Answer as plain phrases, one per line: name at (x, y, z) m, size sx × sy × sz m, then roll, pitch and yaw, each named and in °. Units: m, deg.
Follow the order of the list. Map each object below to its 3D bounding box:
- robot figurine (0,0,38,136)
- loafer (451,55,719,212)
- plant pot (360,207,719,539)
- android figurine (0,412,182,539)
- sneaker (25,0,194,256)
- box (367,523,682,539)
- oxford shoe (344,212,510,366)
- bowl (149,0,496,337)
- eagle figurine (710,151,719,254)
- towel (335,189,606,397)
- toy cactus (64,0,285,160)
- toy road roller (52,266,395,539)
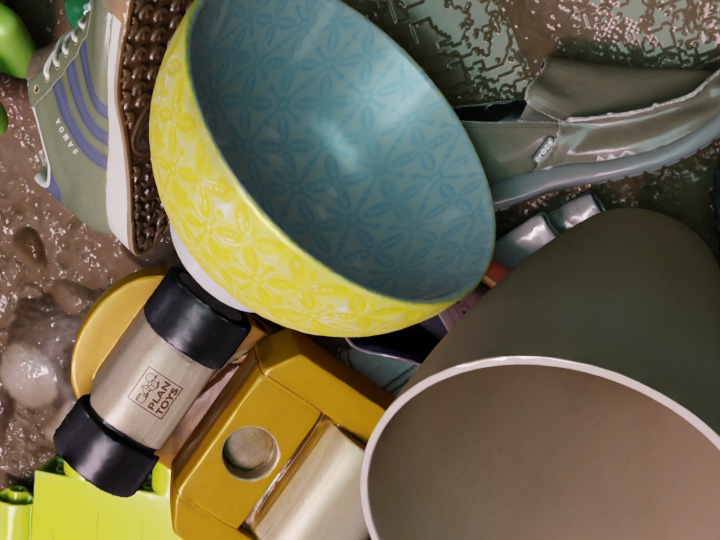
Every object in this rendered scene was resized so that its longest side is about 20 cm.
robot figurine at (-0.291, -0.150, 0.906) m, size 0.198 × 0.116 × 0.177 m, roll 25°, pitch 79°, yaw 9°
loafer at (0.118, -0.084, 0.844) m, size 0.198 × 0.075 × 0.070 m, roll -17°, pitch 102°, yaw 16°
plant pot at (0.117, 0.060, 0.751) m, size 0.185 × 0.201 × 0.189 m, roll 11°, pitch 127°, yaw 15°
android figurine at (-0.152, 0.194, 0.986) m, size 0.180 × 0.041 × 0.203 m, roll 10°, pitch 102°, yaw 11°
sneaker at (-0.143, -0.104, 0.821) m, size 0.089 × 0.067 × 0.202 m, roll 26°, pitch 133°, yaw 20°
box at (0.115, 0.229, 0.856) m, size 0.197 × 0.117 × 0.199 m, roll -6°, pitch 95°, yaw 14°
oxford shoe at (0.000, 0.000, 0.866) m, size 0.199 × 0.072 × 0.072 m, roll 24°, pitch 124°, yaw 30°
bowl at (-0.037, -0.040, 0.790) m, size 0.201 × 0.200 × 0.108 m, roll 49°, pitch 126°, yaw 0°
eagle figurine at (0.239, 0.028, 0.786) m, size 0.200 × 0.151 × 0.152 m, roll 44°, pitch 73°, yaw -33°
towel at (0.108, 0.080, 0.902) m, size 0.199 × 0.035 × 0.194 m, roll -34°, pitch 92°, yaw 17°
toy cactus at (-0.125, -0.123, 0.899) m, size 0.200 × 0.102 × 0.165 m, roll 43°, pitch 126°, yaw -1°
toy road roller at (-0.074, 0.078, 0.897) m, size 0.199 × 0.146 × 0.123 m, roll 35°, pitch 98°, yaw -14°
